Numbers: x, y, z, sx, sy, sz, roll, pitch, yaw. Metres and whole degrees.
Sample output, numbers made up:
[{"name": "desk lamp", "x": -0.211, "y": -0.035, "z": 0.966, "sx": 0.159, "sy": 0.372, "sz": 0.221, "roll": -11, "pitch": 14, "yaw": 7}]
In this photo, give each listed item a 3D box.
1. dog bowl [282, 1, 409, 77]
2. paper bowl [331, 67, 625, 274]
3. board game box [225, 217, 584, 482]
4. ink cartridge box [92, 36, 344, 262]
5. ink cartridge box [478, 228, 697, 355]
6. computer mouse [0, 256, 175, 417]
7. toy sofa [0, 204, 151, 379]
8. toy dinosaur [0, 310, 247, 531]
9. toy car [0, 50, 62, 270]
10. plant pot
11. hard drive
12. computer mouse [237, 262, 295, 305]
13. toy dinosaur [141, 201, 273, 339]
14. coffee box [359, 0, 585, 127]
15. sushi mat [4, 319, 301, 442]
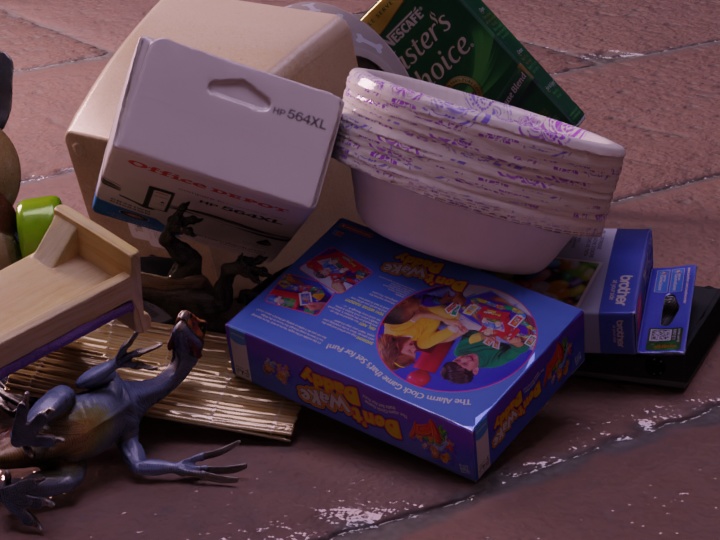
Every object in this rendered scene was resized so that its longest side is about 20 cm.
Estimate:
[{"name": "dog bowl", "x": -0.032, "y": -0.132, "z": 1.791, "sx": 0.199, "sy": 0.201, "sz": 0.059, "roll": 14, "pitch": 40, "yaw": 38}, {"name": "paper bowl", "x": 0.075, "y": -0.064, "z": 1.481, "sx": 0.199, "sy": 0.105, "sz": 0.201, "roll": 15, "pitch": 9, "yaw": -3}, {"name": "board game box", "x": 0.029, "y": 0.048, "z": 1.424, "sx": 0.199, "sy": 0.045, "sz": 0.134, "roll": 22, "pitch": 47, "yaw": 30}, {"name": "ink cartridge box", "x": -0.104, "y": -0.080, "z": 1.504, "sx": 0.145, "sy": 0.085, "sz": 0.200, "roll": 17, "pitch": -12, "yaw": -7}, {"name": "ink cartridge box", "x": 0.135, "y": 0.012, "z": 1.524, "sx": 0.198, "sy": 0.042, "sz": 0.120, "roll": 3, "pitch": 31, "yaw": 13}, {"name": "computer mouse", "x": -0.193, "y": 0.050, "z": 1.524, "sx": 0.199, "sy": 0.053, "sz": 0.138, "roll": -24, "pitch": 45, "yaw": -35}, {"name": "toy sofa", "x": -0.233, "y": 0.049, "z": 1.366, "sx": 0.083, "sy": 0.098, "sz": 0.199, "roll": 28, "pitch": 43, "yaw": 36}, {"name": "toy dinosaur", "x": -0.173, "y": 0.080, "z": 1.360, "sx": 0.198, "sy": 0.106, "sz": 0.182, "roll": 3, "pitch": 19, "yaw": 15}, {"name": "toy car", "x": -0.302, "y": -0.070, "z": 1.605, "sx": 0.163, "sy": 0.202, "sz": 0.158, "roll": -8, "pitch": -20, "yaw": -2}, {"name": "plant pot", "x": -0.119, "y": -0.087, "z": 1.726, "sx": 0.199, "sy": 0.201, "sz": 0.177, "roll": 14, "pitch": 40, "yaw": 38}, {"name": "hard drive", "x": 0.155, "y": 0.037, "z": 1.572, "sx": 0.198, "sy": 0.033, "sz": 0.140, "roll": 6, "pitch": 21, "yaw": 20}, {"name": "computer mouse", "x": 0.000, "y": 0.000, "z": 1.592, "sx": 0.140, "sy": 0.046, "sz": 0.200, "roll": -37, "pitch": -9, "yaw": 30}, {"name": "toy dinosaur", "x": -0.114, "y": 0.007, "z": 1.480, "sx": 0.199, "sy": 0.088, "sz": 0.048, "roll": 23, "pitch": 41, "yaw": -18}, {"name": "coffee box", "x": 0.085, "y": -0.166, "z": 1.880, "sx": 0.123, "sy": 0.200, "sz": 0.044, "roll": -41, "pitch": 2, "yaw": 27}, {"name": "sushi mat", "x": -0.134, "y": 0.068, "z": 1.453, "sx": 0.198, "sy": 0.012, "sz": 0.096, "roll": 9, "pitch": 35, "yaw": 3}]
